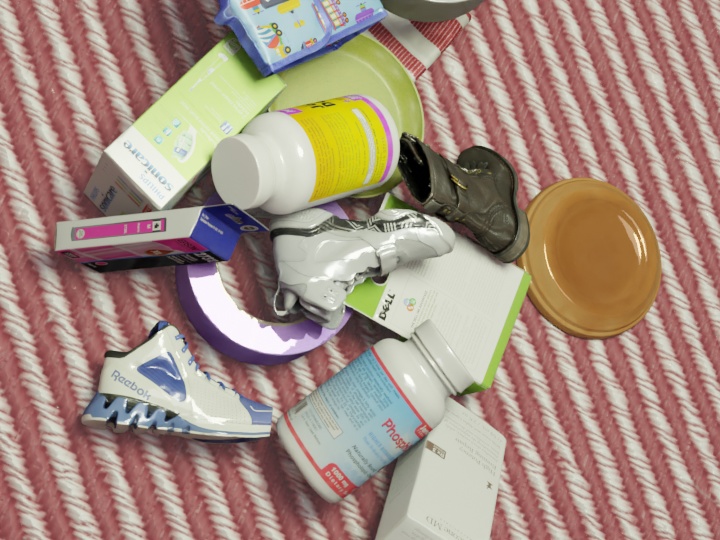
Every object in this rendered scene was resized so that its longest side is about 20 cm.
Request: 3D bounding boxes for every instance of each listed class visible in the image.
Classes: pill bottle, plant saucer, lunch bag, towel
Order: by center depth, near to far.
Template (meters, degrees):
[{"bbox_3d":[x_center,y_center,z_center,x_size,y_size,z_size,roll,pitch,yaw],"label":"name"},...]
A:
[{"bbox_3d":[-0.057,-0.118,1.343,0.199,0.104,0.105,-19,84,-46],"label":"pill bottle"},{"bbox_3d":[-0.088,-0.291,1.362,0.199,0.094,0.152,-34,97,-46],"label":"lunch bag"},{"bbox_3d":[0.018,0.144,1.364,0.199,0.109,0.109,-37,91,2],"label":"pill bottle"},{"bbox_3d":[-0.020,-0.176,1.479,0.198,0.031,0.203,7,74,-27],"label":"plant saucer"},{"bbox_3d":[0.030,-0.294,1.562,0.144,0.023,0.200,45,66,-6],"label":"towel"},{"bbox_3d":[0.284,-0.019,1.580,0.197,0.037,0.203,5,75,-20],"label":"plant saucer"}]

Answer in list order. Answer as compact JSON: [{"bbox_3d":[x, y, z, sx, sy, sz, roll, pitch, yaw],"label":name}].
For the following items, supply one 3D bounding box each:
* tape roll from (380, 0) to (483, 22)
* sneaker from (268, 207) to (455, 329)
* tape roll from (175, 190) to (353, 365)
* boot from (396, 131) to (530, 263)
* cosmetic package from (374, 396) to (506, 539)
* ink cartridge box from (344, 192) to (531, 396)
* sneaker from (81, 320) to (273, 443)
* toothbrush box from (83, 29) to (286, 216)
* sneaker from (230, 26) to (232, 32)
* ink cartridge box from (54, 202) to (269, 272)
[{"bbox_3d":[0.078,-0.383,1.445,0.197,0.066,0.203,3,79,-14],"label":"tape roll"},{"bbox_3d":[0.000,0.000,1.358,0.197,0.075,0.116,3,70,1],"label":"sneaker"},{"bbox_3d":[-0.099,-0.002,1.418,0.197,0.066,0.203,5,75,-18],"label":"tape roll"},{"bbox_3d":[0.104,-0.107,1.447,0.173,0.069,0.201,30,26,-35],"label":"boot"},{"bbox_3d":[0.088,0.234,1.374,0.101,0.074,0.201,34,33,-10],"label":"cosmetic package"},{"bbox_3d":[0.075,0.027,1.463,0.199,0.076,0.149,30,68,-14],"label":"ink cartridge box"},{"bbox_3d":[-0.183,0.115,1.349,0.197,0.080,0.117,9,76,-16],"label":"sneaker"},{"bbox_3d":[-0.188,-0.139,1.375,0.086,0.145,0.200,45,66,-5],"label":"toothbrush box"},{"bbox_3d":[-0.090,-0.322,1.502,0.073,0.082,0.202,27,93,-3],"label":"sneaker"},{"bbox_3d":[-0.201,-0.032,1.316,0.197,0.095,0.038,-7,73,18],"label":"ink cartridge box"}]
